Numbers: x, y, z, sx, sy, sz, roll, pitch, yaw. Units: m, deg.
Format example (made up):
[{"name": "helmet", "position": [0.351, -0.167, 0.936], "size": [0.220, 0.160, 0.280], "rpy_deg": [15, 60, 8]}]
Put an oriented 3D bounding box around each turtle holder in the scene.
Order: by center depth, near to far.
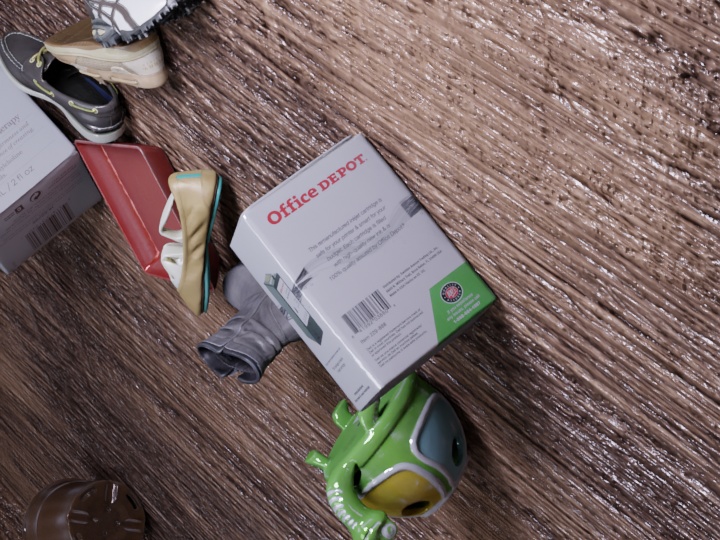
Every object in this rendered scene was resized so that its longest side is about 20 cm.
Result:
[{"name": "turtle holder", "position": [0.036, 0.185, 1.604], "size": [0.132, 0.141, 0.186], "rpy_deg": [39, -164, -7]}]

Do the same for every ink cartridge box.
[{"name": "ink cartridge box", "position": [0.000, 0.000, 1.447], "size": [0.200, 0.146, 0.084], "rpy_deg": [52, 157, 7]}]

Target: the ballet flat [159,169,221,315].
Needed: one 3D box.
[{"name": "ballet flat", "position": [-0.195, -0.034, 1.805], "size": [0.069, 0.063, 0.201], "rpy_deg": [-95, 12, -50]}]

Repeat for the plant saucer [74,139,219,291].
[{"name": "plant saucer", "position": [-0.252, -0.076, 1.945], "size": [0.200, 0.037, 0.200], "rpy_deg": [11, 131, 57]}]

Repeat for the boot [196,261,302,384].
[{"name": "boot", "position": [-0.134, 0.056, 1.783], "size": [0.200, 0.131, 0.070], "rpy_deg": [12, 134, 57]}]

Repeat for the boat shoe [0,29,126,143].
[{"name": "boat shoe", "position": [-0.354, -0.231, 1.892], "size": [0.201, 0.072, 0.061], "rpy_deg": [37, 148, 19]}]

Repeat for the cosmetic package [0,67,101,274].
[{"name": "cosmetic package", "position": [-0.470, -0.139, 2.066], "size": [0.200, 0.167, 0.166], "rpy_deg": [46, 169, 16]}]

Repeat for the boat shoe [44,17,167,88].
[{"name": "boat shoe", "position": [-0.279, -0.232, 1.746], "size": [0.200, 0.071, 0.065], "rpy_deg": [18, 137, 51]}]

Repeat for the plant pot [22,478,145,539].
[{"name": "plant pot", "position": [-0.501, 0.475, 2.967], "size": [0.201, 0.200, 0.198], "rpy_deg": [56, 149, -6]}]

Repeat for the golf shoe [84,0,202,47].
[{"name": "golf shoe", "position": [-0.228, -0.278, 1.586], "size": [0.200, 0.078, 0.095], "rpy_deg": [1, 118, 56]}]
